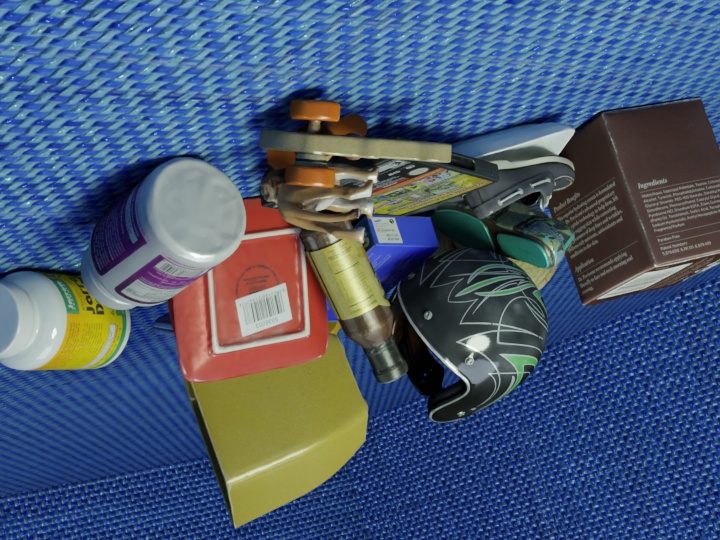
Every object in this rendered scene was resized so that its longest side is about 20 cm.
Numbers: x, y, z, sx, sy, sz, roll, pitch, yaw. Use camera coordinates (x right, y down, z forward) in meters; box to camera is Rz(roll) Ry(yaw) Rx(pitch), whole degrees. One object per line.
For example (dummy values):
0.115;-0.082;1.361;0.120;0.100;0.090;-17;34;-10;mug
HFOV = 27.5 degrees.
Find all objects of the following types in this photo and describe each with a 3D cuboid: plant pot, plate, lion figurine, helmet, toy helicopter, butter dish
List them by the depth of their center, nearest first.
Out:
-0.005;-0.119;1.430;0.200;0.079;0.132;2;-176;-28;toy helicopter
-0.048;-0.076;1.469;0.122;0.073;0.200;8;-173;2;lion figurine
-0.153;0.014;1.702;0.200;0.200;0.148;-10;-170;-35;butter dish
0.124;0.066;1.734;0.200;0.200;0.191;-10;147;-31;helmet
0.139;-0.124;1.753;0.200;0.032;0.200;-15;168;-9;plate
-0.101;0.178;1.849;0.200;0.195;0.196;-19;157;-9;plant pot

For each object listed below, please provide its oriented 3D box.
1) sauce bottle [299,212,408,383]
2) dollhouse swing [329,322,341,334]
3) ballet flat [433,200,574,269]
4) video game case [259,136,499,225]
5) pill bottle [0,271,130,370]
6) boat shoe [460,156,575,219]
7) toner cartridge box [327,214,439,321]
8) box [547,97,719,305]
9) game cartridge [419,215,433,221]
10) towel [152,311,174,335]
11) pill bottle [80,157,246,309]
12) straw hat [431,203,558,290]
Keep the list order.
-0.003;0.034;1.676;0.065;0.200;0.065;-22;-163;7;sauce bottle
-0.077;0.062;2.024;0.200;0.182;0.176;-20;148;12;dollhouse swing
0.176;-0.051;1.770;0.074;0.074;0.200;-7;-158;-43;ballet flat
0.021;-0.095;1.625;0.200;0.026;0.181;-18;163;37;video game case
-0.361;0.058;1.684;0.113;0.113;0.200;-22;168;22;pill bottle
0.190;-0.093;1.738;0.200;0.063;0.073;-7;162;-47;boat shoe
0.000;0.000;1.772;0.095;0.043;0.200;3;151;-34;toner cartridge box
0.349;-0.084;1.829;0.164;0.200;0.166;-11;168;-28;box
0.134;-0.019;2.007;0.199;0.038;0.130;5;146;-8;game cartridge
-0.151;0.044;1.856;0.147;0.024;0.200;6;-156;27;towel
-0.207;-0.029;1.491;0.112;0.113;0.200;-9;167;-37;pill bottle
0.156;-0.055;1.870;0.201;0.201;0.085;-16;137;-6;straw hat
